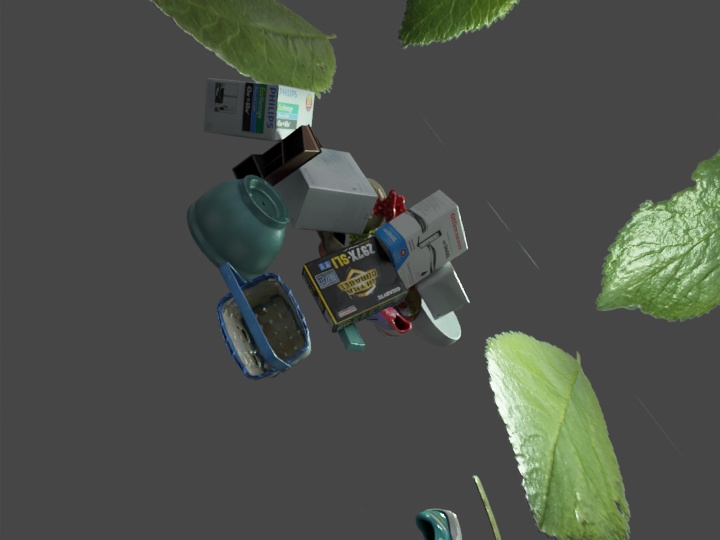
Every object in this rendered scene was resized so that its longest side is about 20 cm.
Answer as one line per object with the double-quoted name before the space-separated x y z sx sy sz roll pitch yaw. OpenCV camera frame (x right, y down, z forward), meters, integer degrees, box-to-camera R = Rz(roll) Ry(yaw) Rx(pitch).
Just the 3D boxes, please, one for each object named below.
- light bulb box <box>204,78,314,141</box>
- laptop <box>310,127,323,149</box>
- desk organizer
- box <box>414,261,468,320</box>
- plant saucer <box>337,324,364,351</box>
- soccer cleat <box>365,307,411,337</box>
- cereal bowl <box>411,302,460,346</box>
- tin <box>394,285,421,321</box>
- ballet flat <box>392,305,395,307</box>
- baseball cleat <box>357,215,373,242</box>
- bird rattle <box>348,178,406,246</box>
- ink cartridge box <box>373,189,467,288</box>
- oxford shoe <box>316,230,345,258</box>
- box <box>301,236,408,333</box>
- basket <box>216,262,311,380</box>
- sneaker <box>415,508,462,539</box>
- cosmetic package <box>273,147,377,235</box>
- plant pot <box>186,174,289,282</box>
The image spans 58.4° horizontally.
"light bulb box" -0.241 -0.384 1.556 0.194 0.129 0.198 11 13 20
"laptop" -0.094 -0.292 1.842 0.198 0.115 0.190 9 47 -59
"desk organizer" -0.192 -0.251 1.467 0.073 0.197 0.077 63 26 4
"box" 0.185 -0.005 1.683 0.153 0.104 0.203 55 11 -49
"plant saucer" -0.049 0.092 1.469 0.069 0.019 0.203 18 39 -55
"soccer cleat" 0.043 0.098 1.537 0.199 0.072 0.070 39 52 -37
"cereal bowl" 0.185 0.129 1.781 0.199 0.083 0.202 42 23 -22
"tin" 0.093 0.053 1.695 0.042 0.109 0.203 84 -10 -51
"ballet flat" 0.035 0.019 1.545 0.199 0.066 0.070 38 52 -33
"baseball cleat" 0.032 -0.082 1.848 0.106 0.069 0.205 23 44 -61
"bird rattle" 0.025 -0.156 1.641 0.111 0.200 0.166 -22 74 -37
"ink cartridge box" 0.147 -0.072 1.538 0.085 0.197 0.148 48 -13 47
"oxford shoe" -0.067 -0.097 1.646 0.070 0.074 0.203 34 28 -34
"box" -0.013 0.028 1.449 0.196 0.050 0.162 -21 66 -25
"basket" -0.161 0.092 1.061 0.179 0.137 0.201 60 -7 23
"sneaker" 0.147 0.523 1.145 0.078 0.079 0.202 13 34 -26
"cosmetic package" -0.093 -0.202 1.587 0.195 0.125 0.201 2 39 -32
"plant pot" -0.223 -0.100 1.271 0.200 0.134 0.202 41 23 -22
